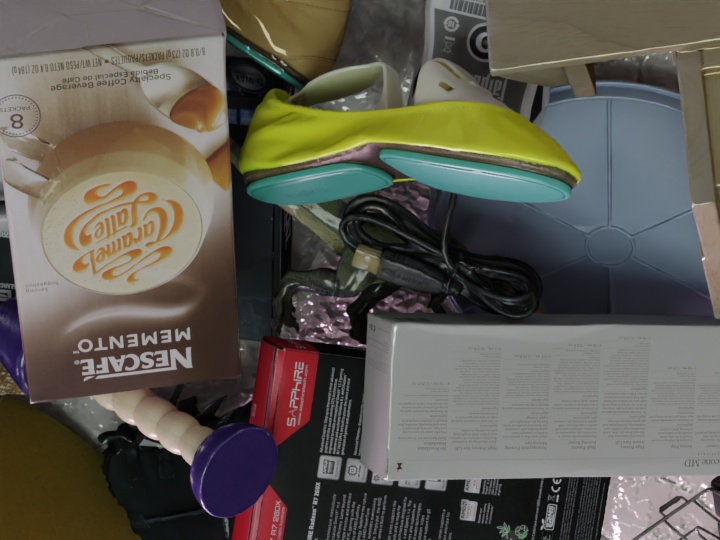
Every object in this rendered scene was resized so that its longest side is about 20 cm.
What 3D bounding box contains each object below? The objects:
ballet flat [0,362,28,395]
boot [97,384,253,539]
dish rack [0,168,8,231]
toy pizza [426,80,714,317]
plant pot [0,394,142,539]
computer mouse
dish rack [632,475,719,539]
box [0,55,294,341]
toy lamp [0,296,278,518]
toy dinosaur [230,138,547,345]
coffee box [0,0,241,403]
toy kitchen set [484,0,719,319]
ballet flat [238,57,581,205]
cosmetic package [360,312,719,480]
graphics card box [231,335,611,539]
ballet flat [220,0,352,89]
[{"bbox_3d":[-0.257,0.050,1.314,0.200,0.071,0.065,3,140,12],"label":"ballet flat"},{"bbox_3d":[-0.062,0.156,1.297,0.162,0.073,0.198,-13,107,51],"label":"boot"},{"bbox_3d":[-0.241,-0.110,1.156,0.171,0.044,0.200,-5,123,12],"label":"dish rack"},{"bbox_3d":[0.136,-0.021,1.215,0.200,0.032,0.200,5,127,7],"label":"toy pizza"},{"bbox_3d":[-0.238,0.189,1.341,0.194,0.196,0.200,-14,113,19],"label":"plant pot"},{"bbox_3d":[0.061,-0.083,1.146,0.110,0.044,0.200,16,98,9],"label":"computer mouse"},{"bbox_3d":[0.170,0.218,1.304,0.200,0.055,0.153,-30,127,-21],"label":"dish rack"},{"bbox_3d":[-0.138,-0.046,1.236,0.200,0.044,0.160,7,125,5],"label":"box"},{"bbox_3d":[-0.128,0.067,1.192,0.200,0.058,0.058,30,139,41],"label":"toy lamp"},{"bbox_3d":[0.000,0.000,1.206,0.200,0.047,0.088,24,118,-14],"label":"toy dinosaur"},{"bbox_3d":[-0.121,-0.041,1.121,0.114,0.080,0.200,-7,125,-8],"label":"coffee box"},{"bbox_3d":[0.156,-0.095,1.105,0.163,0.200,0.180,-6,160,11],"label":"toy kitchen set"},{"bbox_3d":[0.021,-0.069,1.089,0.200,0.067,0.067,0,164,40],"label":"ballet flat"},{"bbox_3d":[0.102,0.065,1.172,0.200,0.051,0.083,1,94,-18],"label":"cosmetic package"},{"bbox_3d":[0.036,0.109,1.208,0.200,0.051,0.126,7,94,-17],"label":"graphics card box"},{"bbox_3d":[-0.095,-0.164,1.145,0.200,0.069,0.063,28,97,-14],"label":"ballet flat"}]
